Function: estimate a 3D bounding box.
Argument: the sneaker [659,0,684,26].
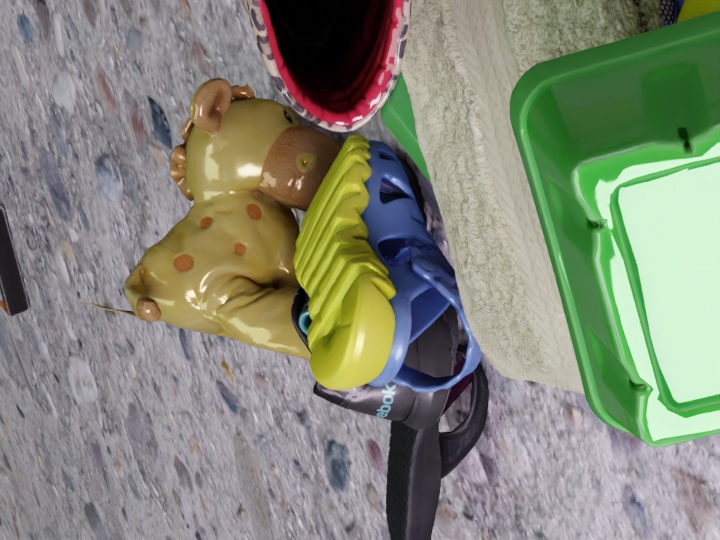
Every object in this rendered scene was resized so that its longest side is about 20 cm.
[{"bbox_3d":[0.087,-0.147,0.719,0.201,0.078,0.075,61,155,16],"label":"sneaker"}]

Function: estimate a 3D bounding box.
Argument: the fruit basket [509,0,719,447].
[{"bbox_3d":[0.157,-0.041,0.572,0.215,0.214,0.157,6,115,64],"label":"fruit basket"}]

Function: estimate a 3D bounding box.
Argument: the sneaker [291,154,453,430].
[{"bbox_3d":[0.000,0.000,0.980,0.076,0.078,0.201,110,156,-45],"label":"sneaker"}]

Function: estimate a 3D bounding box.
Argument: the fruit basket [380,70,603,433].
[{"bbox_3d":[0.083,-0.036,0.846,0.186,0.093,0.201,54,169,30],"label":"fruit basket"}]

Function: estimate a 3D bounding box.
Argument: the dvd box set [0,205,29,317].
[{"bbox_3d":[-0.474,-0.046,2.082,0.200,0.029,0.148,36,141,50],"label":"dvd box set"}]

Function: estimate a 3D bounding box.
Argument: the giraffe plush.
[{"bbox_3d":[-0.068,-0.035,1.092,0.173,0.198,0.164,-178,102,-80],"label":"giraffe plush"}]

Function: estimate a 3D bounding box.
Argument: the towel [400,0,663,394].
[{"bbox_3d":[0.080,-0.040,0.693,0.148,0.036,0.202,2,112,51],"label":"towel"}]

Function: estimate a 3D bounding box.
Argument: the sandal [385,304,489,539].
[{"bbox_3d":[0.049,0.093,1.039,0.076,0.047,0.202,-108,19,-50],"label":"sandal"}]

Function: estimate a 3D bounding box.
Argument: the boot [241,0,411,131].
[{"bbox_3d":[-0.026,-0.166,0.678,0.151,0.072,0.202,-109,14,-59],"label":"boot"}]

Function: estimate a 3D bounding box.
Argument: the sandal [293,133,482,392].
[{"bbox_3d":[0.015,0.002,0.900,0.201,0.086,0.080,-96,30,-51],"label":"sandal"}]
